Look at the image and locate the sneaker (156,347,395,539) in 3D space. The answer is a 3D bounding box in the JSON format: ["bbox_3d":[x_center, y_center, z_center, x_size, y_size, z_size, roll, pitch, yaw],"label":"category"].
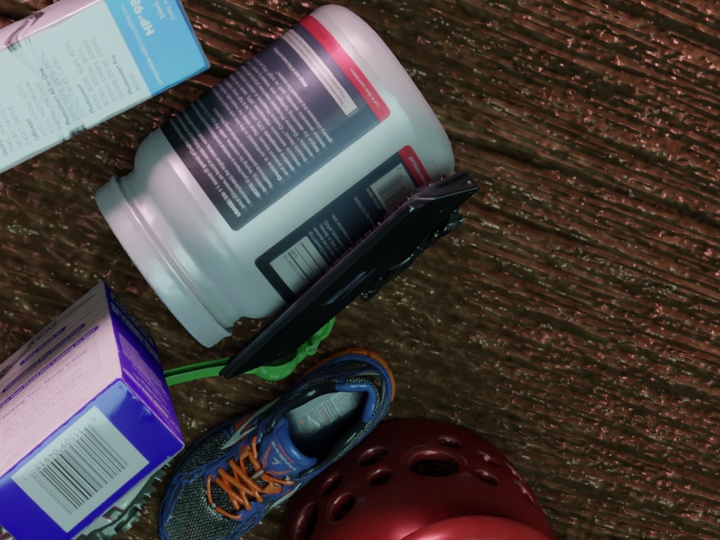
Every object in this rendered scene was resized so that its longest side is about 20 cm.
[{"bbox_3d":[-0.061,0.124,0.973,0.200,0.078,0.075,-41,92,-2],"label":"sneaker"}]

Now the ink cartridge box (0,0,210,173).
[{"bbox_3d":[-0.199,-0.116,0.861,0.199,0.116,0.067,-27,110,-5],"label":"ink cartridge box"}]

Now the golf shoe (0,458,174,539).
[{"bbox_3d":[-0.214,0.161,0.958,0.200,0.077,0.088,-37,103,-1],"label":"golf shoe"}]

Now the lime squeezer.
[{"bbox_3d":[-0.052,0.031,0.976,0.200,0.038,0.071,-39,114,-2],"label":"lime squeezer"}]

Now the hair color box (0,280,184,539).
[{"bbox_3d":[-0.177,0.087,0.878,0.109,0.200,0.065,-40,112,0],"label":"hair color box"}]

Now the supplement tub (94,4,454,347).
[{"bbox_3d":[-0.053,-0.060,0.898,0.200,0.140,0.141,-37,110,-1],"label":"supplement tub"}]

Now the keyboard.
[{"bbox_3d":[0.000,0.000,0.897,0.200,0.127,0.021,-41,77,32],"label":"keyboard"}]

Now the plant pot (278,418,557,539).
[{"bbox_3d":[0.052,0.229,0.983,0.199,0.183,0.202,-4,108,-11],"label":"plant pot"}]
